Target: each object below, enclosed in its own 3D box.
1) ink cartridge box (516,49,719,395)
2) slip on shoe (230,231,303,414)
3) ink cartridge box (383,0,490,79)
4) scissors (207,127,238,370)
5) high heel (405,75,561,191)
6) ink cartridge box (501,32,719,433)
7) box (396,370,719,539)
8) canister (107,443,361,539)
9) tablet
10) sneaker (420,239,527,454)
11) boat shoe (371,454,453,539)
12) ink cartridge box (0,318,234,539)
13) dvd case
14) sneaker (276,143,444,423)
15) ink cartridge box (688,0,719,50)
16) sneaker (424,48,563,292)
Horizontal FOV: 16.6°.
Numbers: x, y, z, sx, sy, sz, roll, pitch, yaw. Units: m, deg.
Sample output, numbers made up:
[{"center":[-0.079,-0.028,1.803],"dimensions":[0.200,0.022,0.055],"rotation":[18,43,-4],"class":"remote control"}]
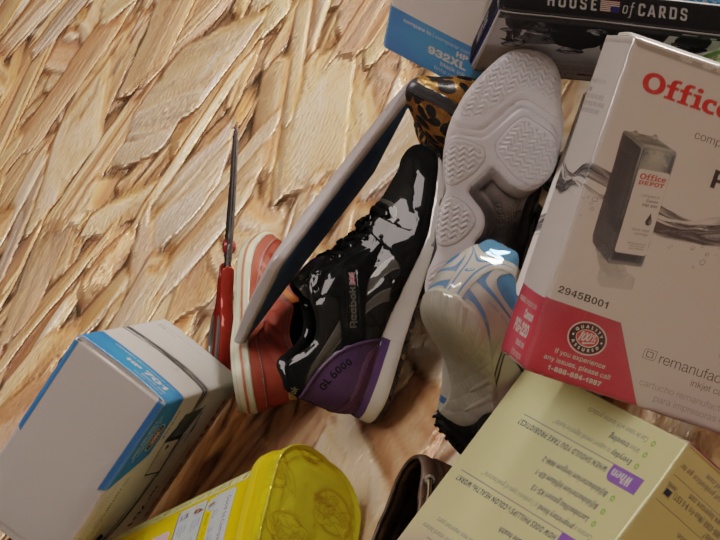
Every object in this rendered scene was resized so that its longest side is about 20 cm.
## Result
[{"center":[0.192,-0.031,1.579],"dimensions":[0.145,0.084,0.201],"rotation":[-15,44,45],"class":"ink cartridge box"},{"center":[-0.064,0.038,1.879],"dimensions":[0.061,0.074,0.200],"rotation":[-6,32,3],"class":"slip on shoe"},{"center":[0.098,-0.258,1.827],"dimensions":[0.145,0.083,0.200],"rotation":[-48,-21,-37],"class":"ink cartridge box"},{"center":[-0.100,-0.005,1.906],"dimensions":[0.073,0.014,0.201],"rotation":[-111,27,-69],"class":"scissors"},{"center":[0.055,-0.119,1.803],"dimensions":[0.072,0.142,0.200],"rotation":[-61,31,-2],"class":"high heel"},{"center":[0.183,-0.021,1.418],"dimensions":[0.085,0.145,0.201],"rotation":[-140,68,-84],"class":"ink cartridge box"},{"center":[0.113,0.178,1.433],"dimensions":[0.200,0.097,0.176],"rotation":[-52,29,-7],"class":"box"},{"center":[-0.105,0.218,1.692],"dimensions":[0.200,0.086,0.149],"rotation":[-28,35,36],"class":"canister"},{"center":[-0.026,-0.043,1.804],"dimensions":[0.200,0.014,0.130],"rotation":[-53,-5,-32],"class":"tablet"},{"center":[0.083,0.063,1.541],"dimensions":[0.072,0.200,0.072],"rotation":[34,62,31],"class":"sneaker"},{"center":[0.012,0.207,1.551],"dimensions":[0.075,0.075,0.203],"rotation":[-16,42,54],"class":"boat shoe"},{"center":[-0.181,0.120,1.789],"dimensions":[0.147,0.086,0.200],"rotation":[-56,-10,9],"class":"ink cartridge box"},{"center":[0.155,-0.153,1.638],"dimensions":[0.200,0.149,0.025],"rotation":[118,157,-85],"class":"dvd case"},{"center":[0.000,0.000,1.735],"dimensions":[0.076,0.087,0.201],"rotation":[169,118,-76],"class":"sneaker"},{"center":[0.230,-0.233,1.763],"dimensions":[0.200,0.084,0.146],"rotation":[1,55,53],"class":"ink cartridge box"},{"center":[0.095,-0.060,1.682],"dimensions":[0.114,0.075,0.201],"rotation":[-48,-27,-72],"class":"sneaker"}]
